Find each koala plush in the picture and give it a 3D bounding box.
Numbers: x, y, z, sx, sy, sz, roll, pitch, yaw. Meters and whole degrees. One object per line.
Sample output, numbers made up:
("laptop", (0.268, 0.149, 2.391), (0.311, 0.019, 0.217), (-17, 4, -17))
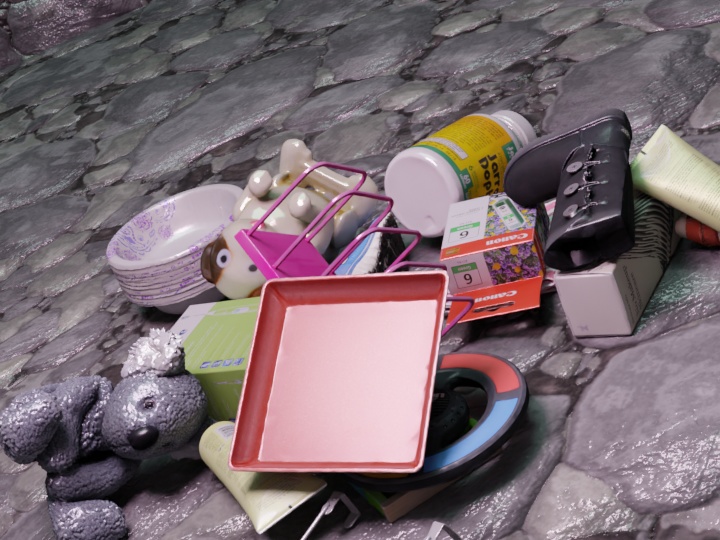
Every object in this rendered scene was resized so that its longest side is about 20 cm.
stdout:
("koala plush", (-0.249, 0.160, 1.567), (0.199, 0.178, 0.184), (-27, 15, 2))

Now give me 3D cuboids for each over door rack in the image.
("over door rack", (-0.033, 0.264, 1.295), (0.147, 0.067, 0.200), (8, 40, 47))

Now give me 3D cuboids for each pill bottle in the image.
("pill bottle", (0.130, -0.126, 1.833), (0.112, 0.113, 0.200), (1, 23, 41))

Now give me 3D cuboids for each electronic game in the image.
("electronic game", (0.065, 0.141, 1.427), (0.199, 0.042, 0.200), (-19, 26, 10))

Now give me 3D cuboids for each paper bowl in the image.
("paper bowl", (-0.221, -0.020, 1.952), (0.200, 0.105, 0.201), (-19, 25, 9))

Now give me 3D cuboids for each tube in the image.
("tube", (-0.103, 0.201, 1.461), (0.052, 0.058, 0.200), (15, 3, -27))
("tube", (0.363, -0.074, 1.526), (0.200, 0.052, 0.058), (36, 43, 29))

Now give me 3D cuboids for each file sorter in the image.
("file sorter", (0.000, 0.000, 1.535), (0.125, 0.200, 0.139), (-45, -20, 18))

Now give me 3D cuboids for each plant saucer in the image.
("plant saucer", (-0.014, 0.100, 1.408), (0.199, 0.037, 0.201), (-3, 62, 25))

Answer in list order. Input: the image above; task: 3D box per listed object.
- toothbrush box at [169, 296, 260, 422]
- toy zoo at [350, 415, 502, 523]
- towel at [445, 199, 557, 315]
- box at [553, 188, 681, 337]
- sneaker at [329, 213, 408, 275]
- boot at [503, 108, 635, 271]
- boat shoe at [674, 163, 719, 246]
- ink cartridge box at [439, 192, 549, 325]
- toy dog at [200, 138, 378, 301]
("toothbrush box", (-0.130, 0.102, 1.663), (0.199, 0.086, 0.146), (-6, 31, 30))
("toy zoo", (0.036, 0.166, 1.476), (0.131, 0.021, 0.200), (-30, 27, -13))
("towel", (0.164, -0.021, 1.717), (0.146, 0.030, 0.200), (-14, 27, 19))
("box", (0.273, -0.020, 1.564), (0.068, 0.082, 0.200), (-4, 33, 33))
("sneaker", (-0.007, -0.001, 1.766), (0.089, 0.079, 0.200), (-6, 31, 28))
("boot", (0.211, -0.066, 1.553), (0.165, 0.066, 0.200), (-34, 29, 32))
("boat shoe", (0.408, -0.098, 1.613), (0.062, 0.071, 0.200), (7, 45, 41))
("ink cartridge box", (0.146, -0.019, 1.640), (0.108, 0.051, 0.200), (-12, 26, 16))
("toy dog", (-0.103, -0.038, 1.776), (0.139, 0.194, 0.200), (36, 41, 11))
